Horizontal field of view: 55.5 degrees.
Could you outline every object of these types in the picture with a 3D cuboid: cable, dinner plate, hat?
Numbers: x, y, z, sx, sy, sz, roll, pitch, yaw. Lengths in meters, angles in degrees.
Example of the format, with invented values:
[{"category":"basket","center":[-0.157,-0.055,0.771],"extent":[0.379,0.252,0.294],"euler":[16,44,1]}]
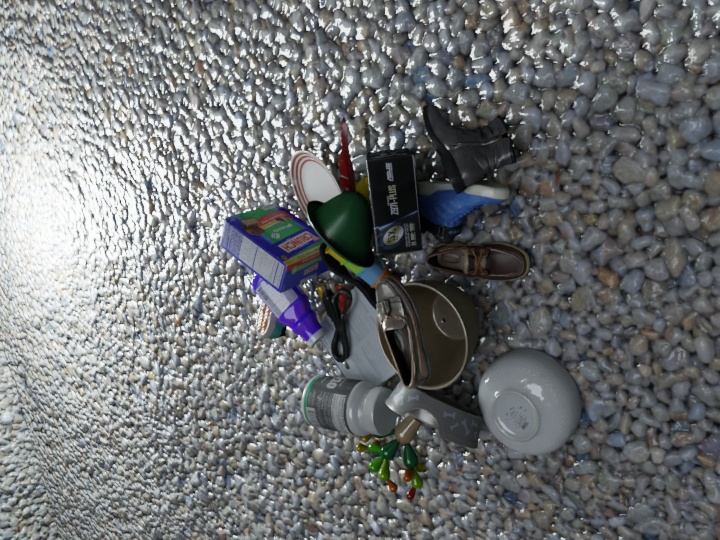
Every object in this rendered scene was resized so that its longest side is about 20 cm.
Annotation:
[{"category":"cable","center":[-0.040,0.101,1.477],"extent":[0.095,0.050,0.204],"euler":[-2,115,33]},{"category":"dinner plate","center":[-0.083,-0.161,1.446],"extent":[0.200,0.024,0.203],"euler":[42,148,33]},{"category":"hat","center":[0.008,-0.129,1.268],"extent":[0.176,0.198,0.167],"euler":[-45,51,21]}]

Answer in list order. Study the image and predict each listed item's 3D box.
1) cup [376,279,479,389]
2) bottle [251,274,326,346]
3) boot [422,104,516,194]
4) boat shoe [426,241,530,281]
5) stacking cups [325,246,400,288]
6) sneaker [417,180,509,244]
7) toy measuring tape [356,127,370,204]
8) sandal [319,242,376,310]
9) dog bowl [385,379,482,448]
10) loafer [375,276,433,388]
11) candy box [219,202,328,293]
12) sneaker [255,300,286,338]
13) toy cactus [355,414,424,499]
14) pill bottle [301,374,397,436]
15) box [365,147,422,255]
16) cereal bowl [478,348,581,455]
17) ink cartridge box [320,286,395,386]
[{"category":"cup","center":[0.148,0.104,1.302],"extent":[0.197,0.142,0.206],"euler":[12,111,35]},{"category":"bottle","center":[-0.154,0.077,1.510],"extent":[0.084,0.065,0.201],"euler":[-44,80,14]},{"category":"boot","center":[0.194,-0.238,1.210],"extent":[0.130,0.070,0.203],"euler":[-28,60,14]},{"category":"boat shoe","center":[0.212,-0.014,1.261],"extent":[0.196,0.071,0.074],"euler":[11,111,35]},{"category":"stacking cups","center":[0.023,-0.003,1.383],"extent":[0.198,0.061,0.061],"euler":[36,128,-12]},{"category":"sneaker","center":[0.184,-0.104,1.250],"extent":[0.197,0.076,0.114],"euler":[7,103,41]},{"category":"toy measuring tape","center":[-0.002,-0.181,1.381],"extent":[0.072,0.073,0.206],"euler":[3,106,37]},{"category":"sandal","center":[0.001,0.000,1.423],"extent":[0.199,0.076,0.043],"euler":[40,152,4]},{"category":"dog bowl","center":[0.148,0.274,1.333],"extent":[0.197,0.199,0.060],"euler":[24,87,30]},{"category":"loafer","center":[0.072,0.112,1.231],"extent":[0.071,0.062,0.204],"euler":[-21,90,39]},{"category":"candy box","center":[-0.180,-0.055,1.494],"extent":[0.198,0.168,0.078],"euler":[35,125,24]},{"category":"sneaker","center":[-0.180,0.062,1.603],"extent":[0.071,0.079,0.204],"euler":[28,101,44]},{"category":"toy cactus","center":[0.080,0.381,1.493],"extent":[0.200,0.102,0.166],"euler":[45,108,21]},{"category":"pill bottle","center":[-0.023,0.291,1.467],"extent":[0.196,0.112,0.116],"euler":[1,105,39]},{"category":"box","center":[0.060,-0.132,1.255],"extent":[0.084,0.200,0.168],"euler":[-6,104,3]},{"category":"cereal bowl","center":[0.302,0.252,1.268],"extent":[0.197,0.083,0.206],"euler":[12,110,35]},{"category":"ink cartridge box","center":[0.009,0.153,1.494],"extent":[0.198,0.043,0.200],"euler":[55,132,11]}]
